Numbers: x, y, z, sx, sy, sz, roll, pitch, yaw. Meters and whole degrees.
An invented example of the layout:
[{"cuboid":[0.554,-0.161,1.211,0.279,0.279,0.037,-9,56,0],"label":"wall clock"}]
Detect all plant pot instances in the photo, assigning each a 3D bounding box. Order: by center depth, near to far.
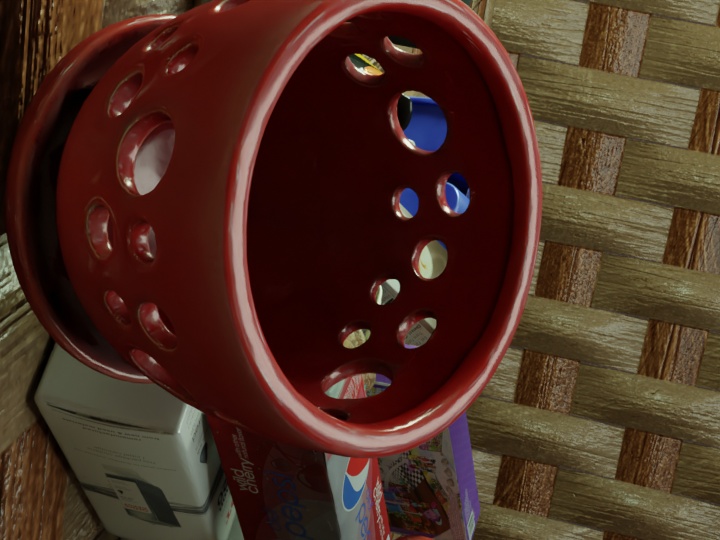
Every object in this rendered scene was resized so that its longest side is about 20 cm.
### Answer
[{"cuboid":[-0.044,-0.031,0.639,0.200,0.182,0.201,-11,106,-45],"label":"plant pot"}]

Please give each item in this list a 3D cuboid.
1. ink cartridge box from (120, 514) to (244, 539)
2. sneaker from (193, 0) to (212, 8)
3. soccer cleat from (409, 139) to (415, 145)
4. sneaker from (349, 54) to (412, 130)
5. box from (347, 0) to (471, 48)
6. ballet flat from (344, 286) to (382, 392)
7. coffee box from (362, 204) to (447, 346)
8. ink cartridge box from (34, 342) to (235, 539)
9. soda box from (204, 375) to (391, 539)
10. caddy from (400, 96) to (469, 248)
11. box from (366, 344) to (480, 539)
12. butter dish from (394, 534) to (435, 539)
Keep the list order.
[{"cuboid":[-0.100,0.210,0.924,0.067,0.115,0.201,48,51,-54],"label":"ink cartridge box"},{"cuboid":[-0.060,-0.129,0.884,0.076,0.087,0.201,-70,169,-55],"label":"sneaker"},{"cuboid":[-0.019,-0.125,1.005,0.200,0.077,0.069,-111,-162,-47],"label":"soccer cleat"},{"cuboid":[-0.053,-0.086,0.775,0.200,0.090,0.070,-23,131,-46],"label":"sneaker"},{"cuboid":[0.014,-0.274,0.963,0.124,0.148,0.201,-65,164,-53],"label":"box"},{"cuboid":[-0.021,0.000,0.879,0.071,0.065,0.201,111,-19,-51],"label":"ballet flat"},{"cuboid":[0.000,0.000,1.057,0.080,0.200,0.114,-40,-168,28],"label":"coffee box"},{"cuboid":[-0.109,0.064,0.828,0.200,0.085,0.146,90,15,-61],"label":"ink cartridge box"},{"cuboid":[-0.030,0.125,0.814,0.200,0.070,0.064,82,26,-45],"label":"soda box"},{"cuboid":[0.035,-0.075,1.257,0.105,0.199,0.142,48,53,-60],"label":"caddy"},{"cuboid":[0.011,0.124,1.034,0.200,0.136,0.039,79,26,-47],"label":"box"},{"cuboid":[0.027,0.261,0.998,0.199,0.199,0.148,35,70,-69],"label":"butter dish"}]
